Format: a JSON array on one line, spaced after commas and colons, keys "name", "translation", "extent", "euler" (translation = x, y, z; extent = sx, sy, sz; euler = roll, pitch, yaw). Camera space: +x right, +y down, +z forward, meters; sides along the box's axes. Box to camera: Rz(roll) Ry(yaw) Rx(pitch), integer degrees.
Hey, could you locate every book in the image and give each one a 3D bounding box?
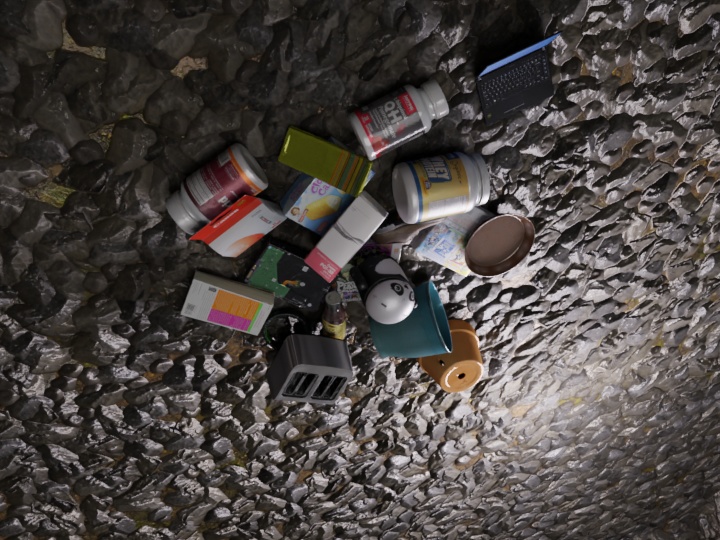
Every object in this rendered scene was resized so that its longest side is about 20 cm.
[{"name": "book", "translation": [-0.329, 0.086, 1.584], "extent": [0.200, 0.048, 0.134], "euler": [18, 128, -17]}]

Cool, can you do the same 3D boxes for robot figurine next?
[{"name": "robot figurine", "translation": [0.057, 0.039, 1.559], "extent": [0.150, 0.200, 0.125], "euler": [-14, 128, -8]}]

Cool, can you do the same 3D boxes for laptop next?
[{"name": "laptop", "translation": [0.356, -0.417, 1.412], "extent": [0.177, 0.103, 0.200], "euler": [-24, 131, 1]}]

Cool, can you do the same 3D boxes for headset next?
[{"name": "headset", "translation": [-0.173, 0.175, 1.737], "extent": [0.123, 0.094, 0.200], "euler": [-41, 114, 20]}]

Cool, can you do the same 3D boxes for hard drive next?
[{"name": "hard drive", "translation": [-0.170, 0.012, 1.590], "extent": [0.200, 0.038, 0.140], "euler": [24, 121, -23]}]

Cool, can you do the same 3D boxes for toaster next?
[{"name": "toaster", "translation": [-0.127, 0.256, 1.677], "extent": [0.181, 0.119, 0.200], "euler": [11, 128, -28]}]

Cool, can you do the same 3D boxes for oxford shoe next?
[{"name": "oxford shoe", "translation": [0.123, -0.114, 1.598], "extent": [0.200, 0.073, 0.085], "euler": [-12, 133, 6]}]

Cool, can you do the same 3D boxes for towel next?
[{"name": "towel", "translation": [-0.077, -0.234, 1.382], "extent": [0.200, 0.018, 0.086], "euler": [25, 108, 6]}]

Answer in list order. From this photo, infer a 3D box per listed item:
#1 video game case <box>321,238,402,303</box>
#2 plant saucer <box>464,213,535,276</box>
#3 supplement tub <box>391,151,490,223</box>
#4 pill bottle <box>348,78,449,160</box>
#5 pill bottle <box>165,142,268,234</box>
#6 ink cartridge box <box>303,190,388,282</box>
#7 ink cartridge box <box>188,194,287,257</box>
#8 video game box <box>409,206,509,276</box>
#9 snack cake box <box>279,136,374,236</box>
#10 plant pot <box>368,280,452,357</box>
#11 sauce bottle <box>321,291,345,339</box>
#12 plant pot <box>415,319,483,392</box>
[{"name": "video game case", "translation": [0.000, 0.000, 1.664], "extent": [0.200, 0.036, 0.182], "euler": [-4, 127, -16]}, {"name": "plant saucer", "translation": [0.359, -0.072, 1.678], "extent": [0.200, 0.035, 0.201], "euler": [-11, 131, -13]}, {"name": "supplement tub", "translation": [0.186, -0.197, 1.501], "extent": [0.200, 0.145, 0.145], "euler": [-13, 130, -10]}, {"name": "pill bottle", "translation": [0.084, -0.329, 1.382], "extent": [0.200, 0.111, 0.111], "euler": [-27, 131, 3]}, {"name": "pill bottle", "translation": [-0.308, -0.170, 1.368], "extent": [0.200, 0.114, 0.114], "euler": [-34, 130, 9]}, {"name": "ink cartridge box", "translation": [-0.030, -0.082, 1.490], "extent": [0.083, 0.147, 0.200], "euler": [41, 101, -2]}, {"name": "ink cartridge box", "translation": [-0.263, -0.094, 1.413], "extent": [0.162, 0.200, 0.050], "euler": [-36, 85, 10]}, {"name": "video game box", "translation": [0.259, -0.092, 1.676], "extent": [0.200, 0.047, 0.182], "euler": [25, 113, -33]}, {"name": "snack cake box", "translation": [-0.078, -0.190, 1.465], "extent": [0.115, 0.067, 0.200], "euler": [27, 115, -35]}, {"name": "plant pot", "translation": [0.129, 0.148, 1.739], "extent": [0.188, 0.200, 0.200], "euler": [-17, 133, 15]}, {"name": "sauce bottle", "translation": [-0.071, 0.122, 1.685], "extent": [0.066, 0.066, 0.200], "euler": [-14, 146, -8]}, {"name": "plant pot", "translation": [0.276, 0.265, 1.905], "extent": [0.200, 0.140, 0.200], "euler": [-10, 129, -12]}]
